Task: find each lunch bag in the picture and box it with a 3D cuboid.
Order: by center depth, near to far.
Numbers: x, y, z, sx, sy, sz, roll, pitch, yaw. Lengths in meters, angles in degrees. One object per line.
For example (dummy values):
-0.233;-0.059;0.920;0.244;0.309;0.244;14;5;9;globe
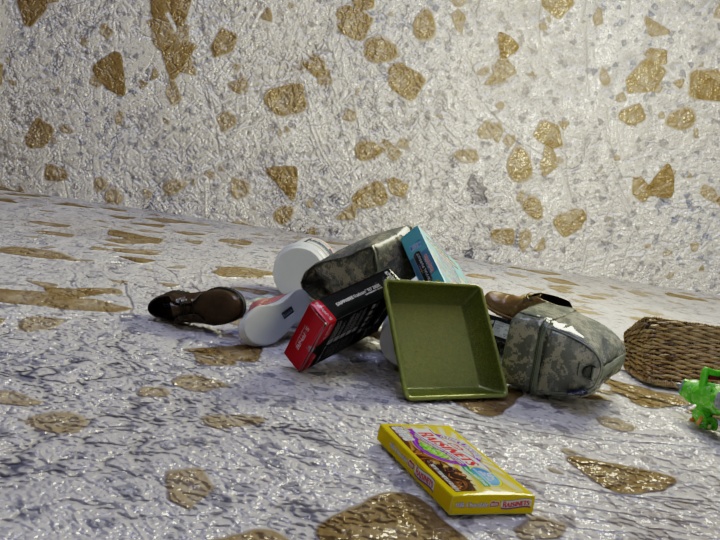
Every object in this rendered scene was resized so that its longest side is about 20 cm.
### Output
0.352;0.143;1.285;0.168;0.140;0.200;12;9;31;lunch bag
0.000;0.000;1.487;0.200;0.118;0.164;-15;9;35;lunch bag

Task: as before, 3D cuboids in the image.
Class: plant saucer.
0.127;0.118;1.216;0.200;0.200;0.048;4;-27;-29;plant saucer

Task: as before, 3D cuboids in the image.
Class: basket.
0.641;0.192;1.524;0.200;0.149;0.143;7;-25;-5;basket

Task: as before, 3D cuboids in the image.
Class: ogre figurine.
0.590;0.212;1.203;0.120;0.098;0.200;19;18;-4;ogre figurine

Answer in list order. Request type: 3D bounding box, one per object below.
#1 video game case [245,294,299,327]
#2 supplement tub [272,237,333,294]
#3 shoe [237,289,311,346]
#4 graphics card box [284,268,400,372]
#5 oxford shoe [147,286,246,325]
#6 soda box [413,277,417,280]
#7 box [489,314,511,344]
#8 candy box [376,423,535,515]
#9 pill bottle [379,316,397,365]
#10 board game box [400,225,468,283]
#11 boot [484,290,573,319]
-0.144;0.088;1.596;0.200;0.023;0.182;10;8;13;video game case
-0.135;-0.004;1.837;0.140;0.141;0.200;9;8;4;supplement tub
-0.179;0.093;1.387;0.091;0.072;0.200;-18;8;33;shoe
-0.024;0.079;1.229;0.200;0.126;0.051;-23;61;-44;graphics card box
-0.301;0.072;1.371;0.200;0.073;0.084;-5;5;24;oxford shoe
0.071;0.050;1.597;0.200;0.064;0.068;-16;-32;-8;soda box
0.282;0.121;1.586;0.158;0.050;0.200;19;-2;-42;box
0.103;0.223;0.862;0.102;0.026;0.200;9;7;-22;candy box
0.099;0.112;1.351;0.111;0.111;0.200;11;8;17;pill bottle
0.159;0.027;1.407;0.151;0.047;0.200;40;20;-38;board game box
0.355;0.069;1.590;0.200;0.076;0.074;17;43;25;boot
